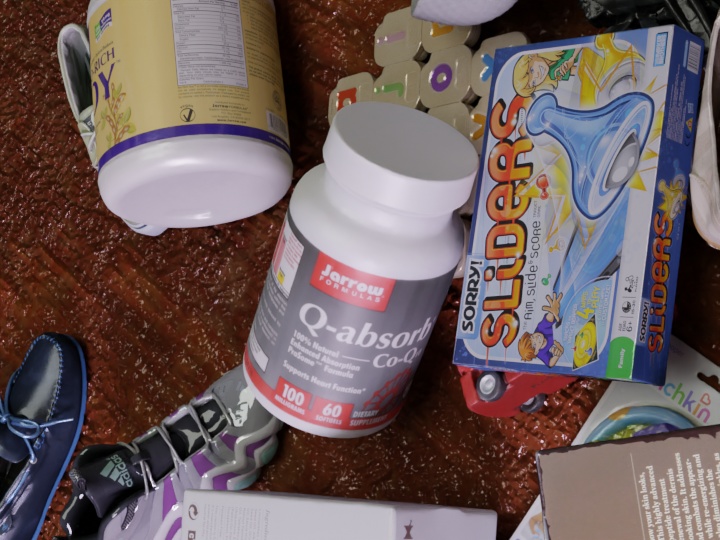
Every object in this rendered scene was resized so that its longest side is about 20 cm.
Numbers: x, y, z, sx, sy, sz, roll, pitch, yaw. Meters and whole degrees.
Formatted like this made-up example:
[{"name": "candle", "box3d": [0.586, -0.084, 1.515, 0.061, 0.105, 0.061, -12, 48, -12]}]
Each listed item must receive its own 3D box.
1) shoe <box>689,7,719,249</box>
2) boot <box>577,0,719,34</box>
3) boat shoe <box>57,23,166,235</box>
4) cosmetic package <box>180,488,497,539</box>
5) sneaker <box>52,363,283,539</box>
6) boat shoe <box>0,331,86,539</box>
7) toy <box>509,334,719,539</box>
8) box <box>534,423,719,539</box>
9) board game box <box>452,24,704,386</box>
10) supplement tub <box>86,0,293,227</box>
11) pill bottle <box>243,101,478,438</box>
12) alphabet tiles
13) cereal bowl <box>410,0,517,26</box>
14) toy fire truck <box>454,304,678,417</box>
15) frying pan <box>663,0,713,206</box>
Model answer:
[{"name": "shoe", "box3d": [0.223, -0.110, 0.754, 0.070, 0.053, 0.201, 11, 85, 22]}, {"name": "boot", "box3d": [0.213, -0.238, 0.846, 0.162, 0.073, 0.199, 1, 88, 36]}, {"name": "boat shoe", "box3d": [-0.208, -0.118, 1.159, 0.072, 0.062, 0.201, -37, 62, 27]}, {"name": "cosmetic package", "box3d": [-0.019, 0.184, 0.913, 0.200, 0.101, 0.072, -5, 78, 44]}, {"name": "sneaker", "box3d": [-0.150, 0.140, 1.010, 0.200, 0.140, 0.078, -54, 54, 17]}, {"name": "boat shoe", "box3d": [-0.283, 0.149, 1.160, 0.084, 0.069, 0.201, 11, 88, 39]}, {"name": "toy", "box3d": [0.155, 0.141, 0.830, 0.115, 0.047, 0.200, 38, 105, 36]}, {"name": "box", "box3d": [0.202, 0.135, 0.745, 0.199, 0.075, 0.101, -10, 74, 16]}, {"name": "board game box", "box3d": [0.126, -0.037, 0.820, 0.135, 0.034, 0.201, 0, 80, 47]}, {"name": "supplement tub", "box3d": [-0.131, -0.147, 1.052, 0.145, 0.145, 0.201, -19, 70, 34]}, {"name": "pill bottle", "box3d": [0.000, 0.000, 0.900, 0.116, 0.116, 0.201, 45, 131, 35]}, {"name": "alphabet tiles", "box3d": [0.044, -0.091, 0.972, 0.195, 0.015, 0.201, -8, 76, 47]}, {"name": "cereal bowl", "box3d": [0.095, -0.248, 0.876, 0.083, 0.200, 0.201, 14, 90, -3]}, {"name": "toy fire truck", "box3d": [0.132, -0.009, 0.874, 0.200, 0.049, 0.141, -36, 52, 34]}, {"name": "frying pan", "box3d": [0.231, -0.104, 0.797, 0.115, 0.031, 0.191, -8, 97, 26]}]
